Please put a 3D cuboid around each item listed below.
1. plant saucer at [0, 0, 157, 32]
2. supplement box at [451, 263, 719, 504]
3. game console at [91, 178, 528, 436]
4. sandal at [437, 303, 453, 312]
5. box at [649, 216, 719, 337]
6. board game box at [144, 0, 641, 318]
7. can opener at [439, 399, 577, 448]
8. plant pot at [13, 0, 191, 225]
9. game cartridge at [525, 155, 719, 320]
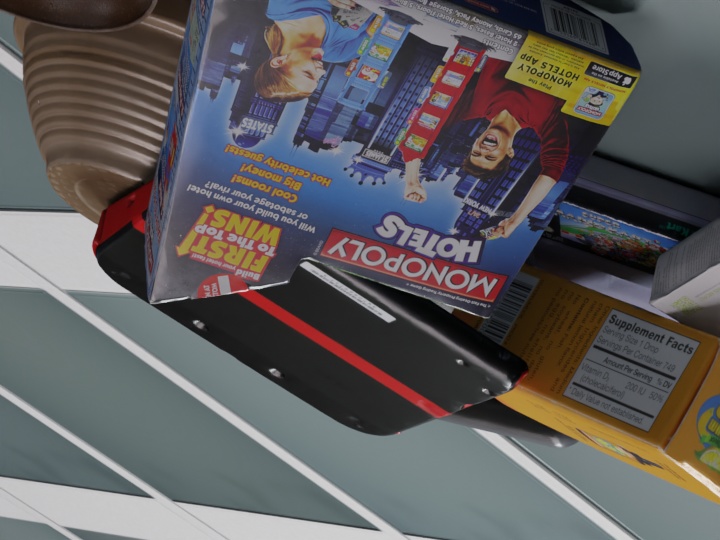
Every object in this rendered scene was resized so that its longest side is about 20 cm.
[{"bbox_3d":[-0.179,-0.183,1.333,0.199,0.032,0.200,21,158,9],"label":"plant saucer"},{"bbox_3d":[0.123,0.052,1.403,0.066,0.069,0.200,36,175,-35],"label":"supplement box"},{"bbox_3d":[-0.030,0.015,1.420,0.199,0.031,0.177,32,156,-15],"label":"game console"},{"bbox_3d":[0.000,0.000,1.610,0.199,0.045,0.075,22,162,5],"label":"sandal"},{"bbox_3d":[0.257,0.025,1.333,0.199,0.036,0.144,32,144,-19],"label":"box"},{"bbox_3d":[-0.010,-0.060,1.265,0.199,0.062,0.200,19,125,-20],"label":"board game box"},{"bbox_3d":[0.054,0.063,1.737,0.199,0.054,0.067,13,-169,28],"label":"can opener"},{"bbox_3d":[-0.099,-0.069,1.469,0.200,0.093,0.201,21,162,7],"label":"plant pot"},{"bbox_3d":[0.146,-0.010,1.432,0.199,0.039,0.130,19,165,13],"label":"game cartridge"}]
